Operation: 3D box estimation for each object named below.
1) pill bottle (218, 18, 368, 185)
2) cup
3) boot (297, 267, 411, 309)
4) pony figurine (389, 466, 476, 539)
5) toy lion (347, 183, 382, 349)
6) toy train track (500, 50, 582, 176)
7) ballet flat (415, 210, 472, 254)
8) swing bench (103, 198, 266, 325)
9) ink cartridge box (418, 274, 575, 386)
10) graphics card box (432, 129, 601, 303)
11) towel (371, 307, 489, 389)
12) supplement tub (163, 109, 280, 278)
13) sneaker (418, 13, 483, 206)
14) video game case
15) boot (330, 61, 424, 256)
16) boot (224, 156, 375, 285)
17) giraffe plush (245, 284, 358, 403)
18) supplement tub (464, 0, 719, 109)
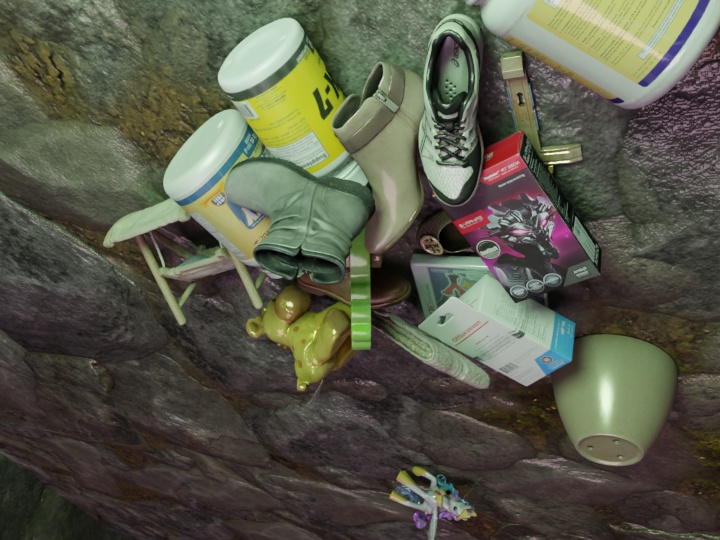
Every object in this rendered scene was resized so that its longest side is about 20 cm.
[{"bbox_3d":[-0.068,-0.181,0.815,0.112,0.116,0.201,-9,136,32],"label":"pill bottle"},{"bbox_3d":[0.396,0.219,1.083,0.196,0.145,0.202,13,143,10],"label":"cup"},{"bbox_3d":[-0.016,0.005,1.063,0.196,0.074,0.077,11,133,22],"label":"boot"},{"bbox_3d":[0.170,0.564,1.639,0.197,0.167,0.195,28,138,14],"label":"pony figurine"},{"bbox_3d":[0.000,0.000,0.939,0.067,0.195,0.202,0,142,0],"label":"toy lion"},{"bbox_3d":[0.192,-0.157,0.794,0.112,0.033,0.202,-1,138,26],"label":"toy train track"},{"bbox_3d":[0.158,-0.054,0.927,0.197,0.047,0.068,-12,135,35],"label":"ballet flat"},{"bbox_3d":[-0.254,-0.038,1.074,0.196,0.131,0.201,-11,129,35],"label":"swing bench"},{"bbox_3d":[0.197,0.081,0.998,0.197,0.069,0.116,28,145,-10],"label":"ink cartridge box"},{"bbox_3d":[0.192,-0.058,0.833,0.124,0.051,0.200,-22,122,36],"label":"graphics card box"},{"bbox_3d":[0.097,0.111,1.026,0.131,0.035,0.199,28,-178,-33],"label":"towel"},{"bbox_3d":[-0.151,-0.099,0.930,0.143,0.147,0.200,-18,130,39],"label":"supplement tub"},{"bbox_3d":[0.091,-0.161,0.725,0.074,0.088,0.204,1,112,15],"label":"sneaker"},{"bbox_3d":[0.187,0.047,1.050,0.196,0.023,0.184,3,140,21],"label":"video game case"},{"bbox_3d":[0.021,-0.133,0.799,0.145,0.203,0.070,28,-179,-41],"label":"boot"},{"bbox_3d":[-0.090,-0.058,0.765,0.196,0.133,0.071,10,135,21],"label":"boot"},{"bbox_3d":[-0.091,0.093,1.142,0.161,0.202,0.172,38,-169,17],"label":"giraffe plush"},{"bbox_3d":[0.192,-0.247,0.585,0.197,0.147,0.146,26,143,-9],"label":"supplement tub"}]
